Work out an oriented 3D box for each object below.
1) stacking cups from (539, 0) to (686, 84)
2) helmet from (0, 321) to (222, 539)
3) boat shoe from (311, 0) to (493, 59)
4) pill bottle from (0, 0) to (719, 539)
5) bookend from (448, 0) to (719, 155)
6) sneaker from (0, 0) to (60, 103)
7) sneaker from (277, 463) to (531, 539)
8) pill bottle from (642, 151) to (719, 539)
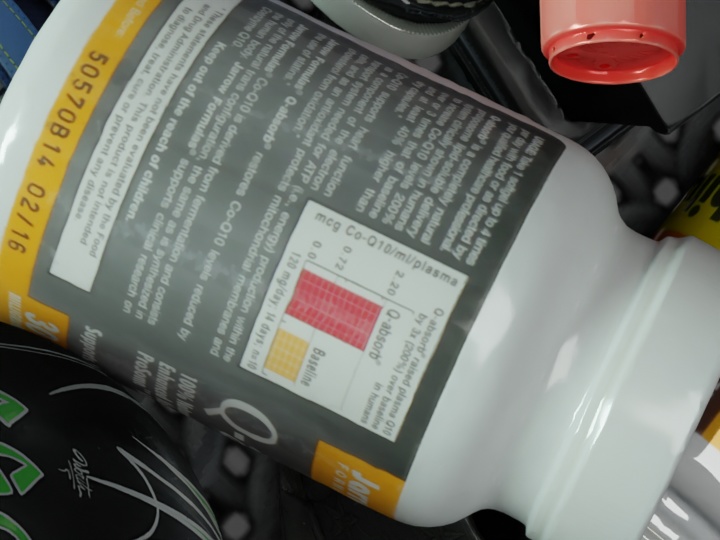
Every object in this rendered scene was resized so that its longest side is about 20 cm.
[{"bbox_3d":[0.073,-0.154,0.703,0.060,0.061,0.201,4,73,-17],"label":"stacking cups"},{"bbox_3d":[-0.126,0.105,0.659,0.190,0.200,0.201,24,88,-39],"label":"helmet"},{"bbox_3d":[-0.032,-0.152,0.756,0.200,0.060,0.076,38,49,-3],"label":"boat shoe"},{"bbox_3d":[0.000,0.000,0.683,0.199,0.116,0.117,26,87,7],"label":"pill bottle"},{"bbox_3d":[0.143,-0.114,0.765,0.198,0.200,0.092,-37,103,-11],"label":"bookend"},{"bbox_3d":[-0.107,-0.063,0.756,0.200,0.082,0.074,-44,104,-12],"label":"sneaker"},{"bbox_3d":[0.015,0.046,0.774,0.060,0.104,0.201,-19,91,-45],"label":"sneaker"},{"bbox_3d":[0.135,0.026,0.821,0.109,0.109,0.200,41,82,-16],"label":"pill bottle"}]
